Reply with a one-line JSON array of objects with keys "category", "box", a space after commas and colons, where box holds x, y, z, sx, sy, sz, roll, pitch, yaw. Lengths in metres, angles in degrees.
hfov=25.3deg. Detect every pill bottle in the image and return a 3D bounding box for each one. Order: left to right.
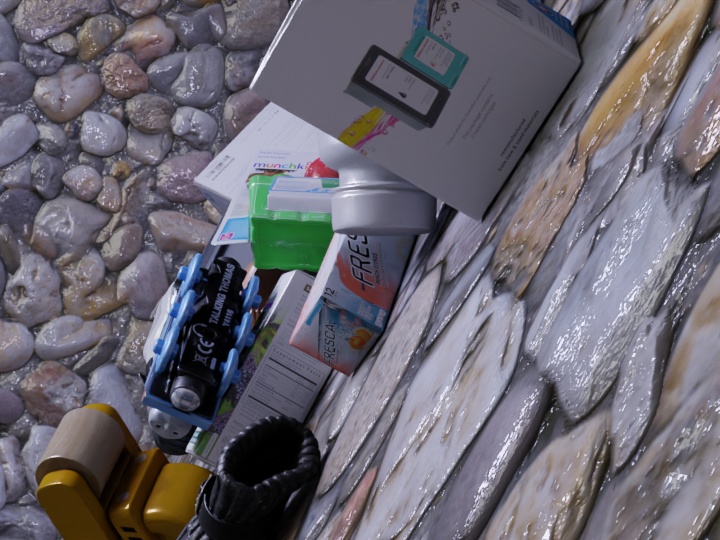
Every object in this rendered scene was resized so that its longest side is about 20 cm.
[{"category": "pill bottle", "box": [0.020, -0.132, 1.369, 0.114, 0.114, 0.201, 159, 111, -79]}]

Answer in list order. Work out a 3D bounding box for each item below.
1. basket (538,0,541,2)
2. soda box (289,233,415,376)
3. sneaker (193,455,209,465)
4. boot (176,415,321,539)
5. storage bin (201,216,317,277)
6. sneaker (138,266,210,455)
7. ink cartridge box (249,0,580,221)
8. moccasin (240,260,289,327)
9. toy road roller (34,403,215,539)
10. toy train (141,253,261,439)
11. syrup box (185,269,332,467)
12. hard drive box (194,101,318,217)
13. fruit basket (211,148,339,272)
[{"category": "basket", "box": [0.066, -0.205, 1.498, 0.200, 0.135, 0.123, -57, 5, 19]}, {"category": "soda box", "box": [0.000, 0.000, 1.434, 0.068, 0.063, 0.200, -55, 9, 38]}, {"category": "sneaker", "box": [-0.155, 0.109, 1.689, 0.088, 0.081, 0.201, 0, 54, 36]}, {"category": "boot", "box": [-0.113, 0.222, 1.268, 0.158, 0.079, 0.211, -55, 9, 42]}, {"category": "storage bin", "box": [-0.083, -0.012, 1.887, 0.134, 0.146, 0.200, -9, 46, 46]}, {"category": "sneaker", "box": [-0.183, 0.102, 1.623, 0.088, 0.074, 0.201, -36, 40, 48]}, {"category": "ink cartridge box", "box": [0.042, -0.165, 1.221, 0.146, 0.200, 0.147, -58, 7, 20]}, {"category": "moccasin", "box": [-0.100, 0.087, 1.615, 0.078, 0.073, 0.202, -2, 75, 63]}, {"category": "toy road roller", "box": [-0.222, 0.231, 1.639, 0.146, 0.200, 0.123, -16, 30, 24]}, {"category": "toy train", "box": [-0.151, 0.073, 1.505, 0.200, 0.086, 0.114, -79, 14, -50]}, {"category": "syrup box", "box": [-0.082, 0.103, 1.532, 0.200, 0.081, 0.079, -62, 10, -9]}, {"category": "hard drive box", "box": [-0.070, -0.107, 1.807, 0.156, 0.077, 0.200, -47, 36, -12]}, {"category": "fruit basket", "box": [-0.040, -0.079, 1.628, 0.200, 0.185, 0.094, -73, -17, -51]}]
